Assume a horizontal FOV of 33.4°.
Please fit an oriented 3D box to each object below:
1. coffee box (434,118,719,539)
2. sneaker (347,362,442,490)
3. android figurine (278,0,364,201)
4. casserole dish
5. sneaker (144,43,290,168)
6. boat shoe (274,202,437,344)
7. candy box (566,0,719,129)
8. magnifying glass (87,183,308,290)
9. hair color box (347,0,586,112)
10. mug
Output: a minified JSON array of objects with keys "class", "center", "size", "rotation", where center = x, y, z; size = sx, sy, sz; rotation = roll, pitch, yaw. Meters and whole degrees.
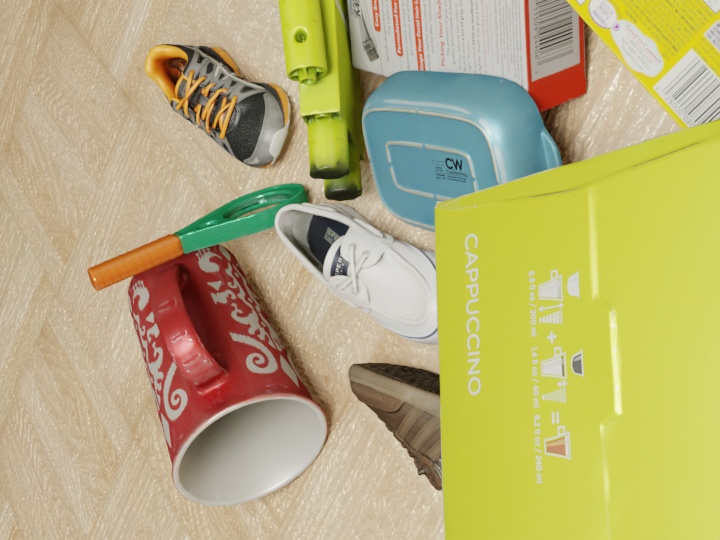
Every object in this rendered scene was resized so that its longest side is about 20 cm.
[{"class":"coffee box","center":[0.172,0.054,0.623],"size":[0.199,0.196,0.203],"rotation":[-13,75,48]},{"class":"sneaker","center":[0.054,0.120,0.850],"size":[0.199,0.070,0.077],"rotation":[18,99,50]},{"class":"android figurine","center":[-0.026,-0.162,0.932],"size":[0.040,0.182,0.203],"rotation":[-7,79,8]},{"class":"casserole dish","center":[0.063,-0.076,0.851],"size":[0.199,0.039,0.123],"rotation":[17,127,52]},{"class":"sneaker","center":[-0.134,-0.154,1.109],"size":[0.200,0.077,0.079],"rotation":[39,112,44]},{"class":"boat shoe","center":[0.000,0.000,0.935],"size":[0.199,0.065,0.075],"rotation":[29,106,48]},{"class":"candy box","center":[0.187,-0.162,0.702],"size":[0.201,0.026,0.102],"rotation":[50,123,7]},{"class":"magnifying glass","center":[-0.135,-0.030,1.015],"size":[0.079,0.198,0.023],"rotation":[24,134,63]},{"class":"hair color box","center":[0.069,-0.189,0.856],"size":[0.199,0.063,0.112],"rotation":[26,130,47]},{"class":"mug","center":[-0.120,0.064,1.013],"size":[0.179,0.132,0.201],"rotation":[102,150,-42]}]
